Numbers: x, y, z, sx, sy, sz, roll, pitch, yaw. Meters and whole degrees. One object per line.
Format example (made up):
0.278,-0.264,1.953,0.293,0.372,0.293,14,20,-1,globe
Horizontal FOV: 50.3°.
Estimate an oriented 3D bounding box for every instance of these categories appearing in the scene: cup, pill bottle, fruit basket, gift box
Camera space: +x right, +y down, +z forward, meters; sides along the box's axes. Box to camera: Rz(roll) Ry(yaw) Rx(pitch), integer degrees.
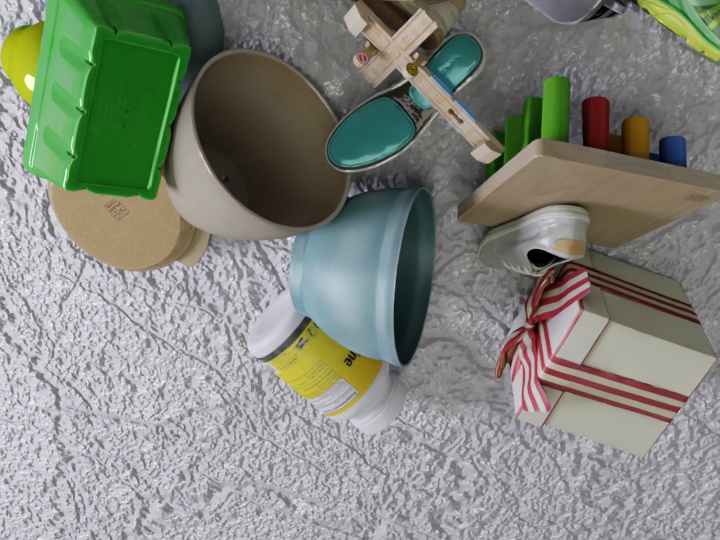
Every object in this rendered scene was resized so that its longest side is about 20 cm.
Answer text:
-0.130,-0.114,0.825,0.143,0.201,0.200,-24,117,43,cup
-0.037,0.117,0.978,0.112,0.113,0.200,-39,110,25,pill bottle
-0.272,-0.188,0.777,0.155,0.216,0.216,4,128,-35,fruit basket
0.271,0.085,0.879,0.186,0.200,0.185,19,116,-4,gift box

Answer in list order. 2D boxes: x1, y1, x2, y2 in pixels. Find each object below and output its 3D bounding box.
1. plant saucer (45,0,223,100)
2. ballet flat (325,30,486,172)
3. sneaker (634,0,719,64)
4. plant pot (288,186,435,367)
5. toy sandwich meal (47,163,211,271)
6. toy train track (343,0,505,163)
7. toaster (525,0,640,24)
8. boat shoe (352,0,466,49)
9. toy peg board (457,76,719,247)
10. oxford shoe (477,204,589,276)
-0.249,-0.256,0.825,0.200,0.039,0.202,3,120,5,plant saucer
0.051,-0.173,0.813,0.200,0.069,0.069,-39,110,12,ballet flat
0.341,-0.257,0.737,0.200,0.074,0.084,30,123,-11,sneaker
0.000,0.000,0.868,0.134,0.200,0.201,7,122,17,plant pot
-0.270,-0.087,0.914,0.204,0.070,0.206,5,121,9,toy sandwich meal
0.058,-0.173,0.735,0.200,0.033,0.115,42,147,-11,toy train track
0.168,-0.302,0.649,0.200,0.181,0.119,41,121,9,toaster
0.012,-0.303,0.759,0.200,0.071,0.065,37,83,-6,boat shoe
0.229,-0.109,0.791,0.198,0.098,0.200,9,165,-12,toy peg board
0.183,-0.020,0.843,0.075,0.200,0.058,6,78,-16,oxford shoe
